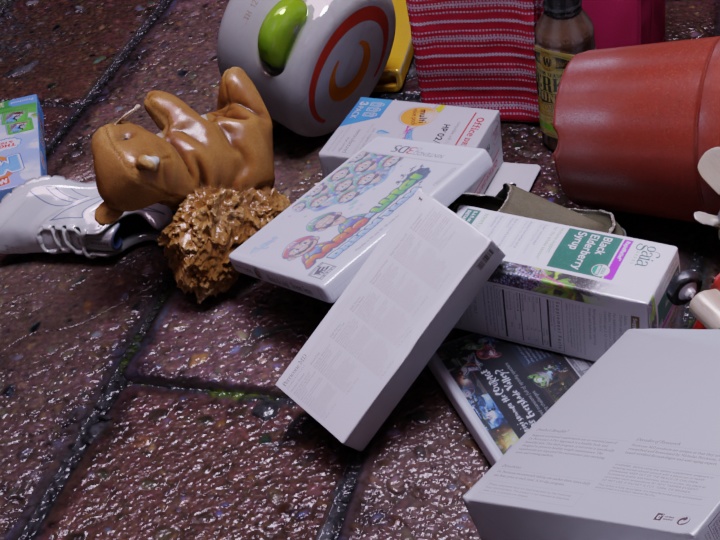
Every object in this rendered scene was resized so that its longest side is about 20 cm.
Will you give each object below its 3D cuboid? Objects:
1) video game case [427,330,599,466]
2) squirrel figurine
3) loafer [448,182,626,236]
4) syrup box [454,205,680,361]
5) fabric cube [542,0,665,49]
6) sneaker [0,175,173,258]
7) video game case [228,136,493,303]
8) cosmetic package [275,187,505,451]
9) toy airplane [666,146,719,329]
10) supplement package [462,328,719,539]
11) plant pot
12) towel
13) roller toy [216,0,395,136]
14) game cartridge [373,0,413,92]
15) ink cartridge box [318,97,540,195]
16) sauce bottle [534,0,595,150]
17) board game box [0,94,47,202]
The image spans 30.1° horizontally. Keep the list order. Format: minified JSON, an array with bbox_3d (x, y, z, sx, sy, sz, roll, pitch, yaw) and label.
[{"bbox_3d":[0.173,0.101,1.101,0.180,0.024,0.200,-18,39,-12],"label":"video game case"},{"bbox_3d":[-0.162,-0.078,1.272,0.141,0.201,0.186,-36,-9,29],"label":"squirrel figurine"},{"bbox_3d":[0.147,-0.039,1.249,0.198,0.070,0.076,1,38,13],"label":"loafer"},{"bbox_3d":[0.162,0.013,1.130,0.198,0.082,0.079,12,43,27],"label":"syrup box"},{"bbox_3d":[0.226,-0.303,1.470,0.194,0.201,0.201,6,39,18],"label":"fabric cube"},{"bbox_3d":[-0.284,-0.051,1.360,0.198,0.075,0.088,-13,42,-4],"label":"sneaker"},{"bbox_3d":[-0.004,-0.052,1.208,0.200,0.024,0.181,-40,27,-20],"label":"video game case"},{"bbox_3d":[0.025,0.041,1.093,0.082,0.051,0.201,37,91,25],"label":"cosmetic package"},{"bbox_3d":[0.353,-0.011,1.057,0.198,0.141,0.202,-7,69,40],"label":"toy airplane"},{"bbox_3d":[0.216,0.154,0.873,0.200,0.148,0.190,-38,22,-32],"label":"supplement package"},{"bbox_3d":[0.295,-0.131,1.251,0.193,0.202,0.201,5,38,32],"label":"plant pot"},{"bbox_3d":[0.122,-0.236,1.404,0.143,0.201,0.023,4,46,16],"label":"towel"},{"bbox_3d":[-0.063,-0.252,1.465,0.139,0.201,0.182,33,58,24],"label":"roller toy"},{"bbox_3d":[-0.016,-0.278,1.633,0.174,0.033,0.201,1,36,14],"label":"game cartridge"},{"bbox_3d":[0.073,-0.112,1.362,0.198,0.068,0.115,9,41,23],"label":"ink cartridge box"},{"bbox_3d":[0.207,-0.217,1.360,0.064,0.202,0.065,-8,36,6],"label":"sauce bottle"},{"bbox_3d":[-0.432,-0.123,1.513,0.150,0.037,0.201,-14,38,-6],"label":"board game box"}]
